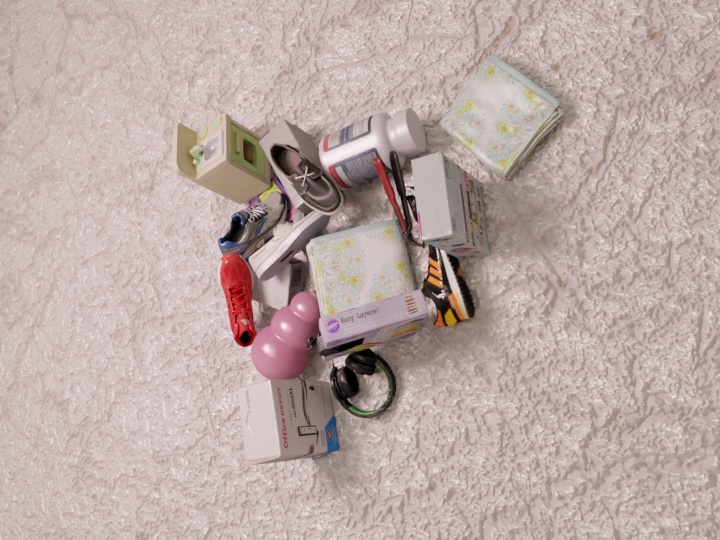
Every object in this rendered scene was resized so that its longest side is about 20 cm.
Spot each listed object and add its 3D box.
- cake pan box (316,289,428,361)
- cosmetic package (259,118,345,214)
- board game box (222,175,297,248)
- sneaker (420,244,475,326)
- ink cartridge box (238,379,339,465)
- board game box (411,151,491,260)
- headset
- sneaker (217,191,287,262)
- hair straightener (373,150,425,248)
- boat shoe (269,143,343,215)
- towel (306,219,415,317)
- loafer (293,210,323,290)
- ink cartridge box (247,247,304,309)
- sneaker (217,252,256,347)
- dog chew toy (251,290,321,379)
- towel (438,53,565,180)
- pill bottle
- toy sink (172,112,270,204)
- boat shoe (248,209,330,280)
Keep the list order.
[{"bbox_3d":[0.014,0.104,1.250,0.198,0.184,0.053,-15,72,-11],"label":"cake pan box"},{"bbox_3d":[-0.127,-0.220,1.484,0.090,0.107,0.201,-41,62,17],"label":"cosmetic package"},{"bbox_3d":[-0.223,-0.104,1.567,0.200,0.032,0.120,-47,59,16],"label":"board game box"},{"bbox_3d":[0.144,0.010,1.298,0.089,0.070,0.202,-25,71,22],"label":"sneaker"},{"bbox_3d":[-0.138,0.295,1.343,0.084,0.199,0.147,-19,72,27],"label":"ink cartridge box"},{"bbox_3d":[0.167,-0.109,1.229,0.064,0.199,0.149,-12,75,29],"label":"board game box"},{"bbox_3d":[-0.022,0.202,1.351,0.200,0.094,0.124,44,104,18],"label":"headset"},{"bbox_3d":[-0.233,-0.103,1.478,0.077,0.085,0.201,21,66,34],"label":"sneaker"},{"bbox_3d":[0.095,-0.138,1.326,0.076,0.041,0.201,-25,99,-13],"label":"hair straightener"},{"bbox_3d":[-0.112,-0.184,1.371,0.072,0.068,0.200,-46,65,6],"label":"boat shoe"},{"bbox_3d":[0.000,0.000,1.365,0.198,0.048,0.173,-14,77,6],"label":"towel"},{"bbox_3d":[-0.086,-0.044,1.453,0.069,0.070,0.201,-28,75,18],"label":"loafer"},{"bbox_3d":[-0.218,0.011,1.516,0.199,0.050,0.110,17,108,33],"label":"ink cartridge box"},{"bbox_3d":[-0.248,0.070,1.440,0.116,0.078,0.202,-130,28,-56],"label":"sneaker"},{"bbox_3d":[-0.141,0.131,1.420,0.124,0.124,0.201,38,99,30],"label":"dog chew toy"},{"bbox_3d":[0.264,-0.290,1.294,0.171,0.048,0.200,-50,61,14],"label":"towel"},{"bbox_3d":[0.027,-0.250,1.388,0.199,0.119,0.121,-17,73,28],"label":"pill bottle"},{"bbox_3d":[-0.304,-0.258,1.526,0.111,0.199,0.131,-25,58,31],"label":"toy sink"},{"bbox_3d":[-0.151,-0.068,1.410,0.200,0.071,0.070,-43,69,12],"label":"boat shoe"}]
